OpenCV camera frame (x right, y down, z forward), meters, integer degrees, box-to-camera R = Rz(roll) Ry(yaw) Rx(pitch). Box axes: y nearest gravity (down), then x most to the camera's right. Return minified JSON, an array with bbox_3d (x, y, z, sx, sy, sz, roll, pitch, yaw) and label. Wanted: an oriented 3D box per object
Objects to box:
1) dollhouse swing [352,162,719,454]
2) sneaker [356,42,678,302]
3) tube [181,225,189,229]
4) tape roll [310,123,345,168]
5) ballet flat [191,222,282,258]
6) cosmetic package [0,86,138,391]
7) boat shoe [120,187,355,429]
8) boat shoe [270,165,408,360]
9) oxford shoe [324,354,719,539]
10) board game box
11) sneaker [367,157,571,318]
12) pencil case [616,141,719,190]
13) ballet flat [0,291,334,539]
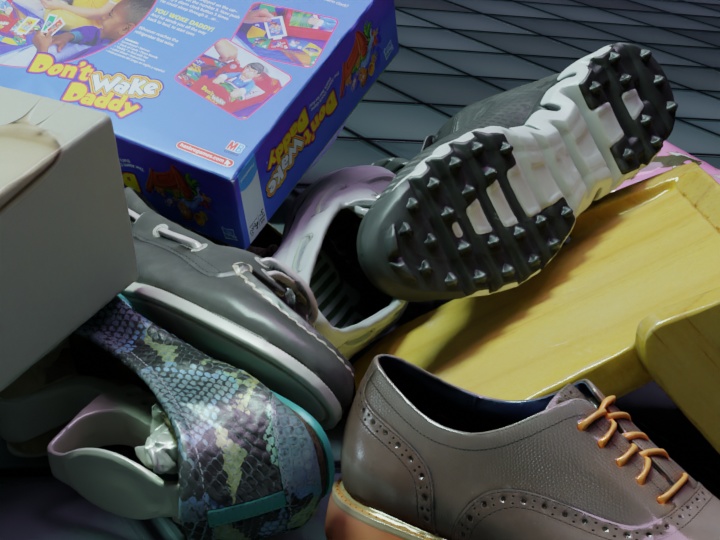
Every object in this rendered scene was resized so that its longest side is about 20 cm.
[{"bbox_3d":[0.120,0.066,0.798,0.182,0.176,0.200,47,7,-12],"label":"dollhouse swing"},{"bbox_3d":[0.054,-0.034,0.846,0.090,0.067,0.200,-18,13,46],"label":"sneaker"},{"bbox_3d":[-0.160,-0.035,0.991,0.198,0.052,0.058,0,59,-5],"label":"tube"},{"bbox_3d":[-0.101,-0.138,1.156,0.198,0.201,0.085,4,15,-12],"label":"tape roll"},{"bbox_3d":[-0.053,-0.010,0.986,0.067,0.047,0.200,2,15,-18],"label":"ballet flat"},{"bbox_3d":[-0.175,0.012,0.649,0.103,0.074,0.200,13,37,28],"label":"cosmetic package"},{"bbox_3d":[-0.059,0.005,0.752,0.200,0.057,0.067,19,-26,52],"label":"boat shoe"},{"bbox_3d":[0.000,0.000,0.862,0.067,0.074,0.200,-32,13,30],"label":"boat shoe"},{"bbox_3d":[0.081,0.079,0.643,0.199,0.073,0.071,13,15,20],"label":"oxford shoe"},{"bbox_3d":[-0.101,-0.102,0.883,0.199,0.045,0.135,22,56,23],"label":"board game box"},{"bbox_3d":[0.063,0.002,0.984,0.082,0.074,0.200,17,10,-42],"label":"sneaker"},{"bbox_3d":[0.172,-0.012,0.984,0.200,0.087,0.083,32,-17,40],"label":"pencil case"},{"bbox_3d":[-0.094,0.048,0.707,0.074,0.075,0.199,-5,15,-39],"label":"ballet flat"}]
